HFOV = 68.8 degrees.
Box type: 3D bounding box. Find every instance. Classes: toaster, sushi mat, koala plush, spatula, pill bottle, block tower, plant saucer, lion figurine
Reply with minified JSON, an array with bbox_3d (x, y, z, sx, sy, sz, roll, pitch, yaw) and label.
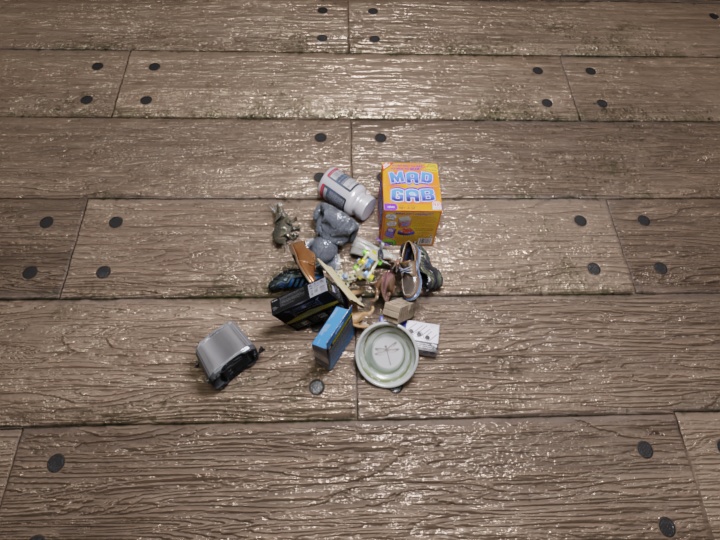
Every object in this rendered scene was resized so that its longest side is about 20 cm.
[{"bbox_3d":[-0.402,0.247,1.591,0.198,0.115,0.129,-37,65,-19],"label":"toaster"},{"bbox_3d":[-0.064,0.040,1.660,0.012,0.095,0.201,-45,58,7],"label":"sushi mat"},{"bbox_3d":[-0.110,-0.106,1.783,0.175,0.184,0.203,30,89,-9],"label":"koala plush"},{"bbox_3d":[0.070,-0.074,1.744,0.055,0.021,0.201,28,20,-6],"label":"spatula"},{"bbox_3d":[-0.046,-0.272,1.897,0.198,0.121,0.120,36,64,17],"label":"pill bottle"},{"bbox_3d":[0.126,0.122,1.645,0.056,0.199,0.056,18,99,22],"label":"block tower"},{"bbox_3d":[0.082,0.254,1.610,0.194,0.050,0.207,1,96,9],"label":"plant saucer"},{"bbox_3d":[-0.029,0.122,1.686,0.120,0.074,0.201,-10,43,-28],"label":"lion figurine"}]

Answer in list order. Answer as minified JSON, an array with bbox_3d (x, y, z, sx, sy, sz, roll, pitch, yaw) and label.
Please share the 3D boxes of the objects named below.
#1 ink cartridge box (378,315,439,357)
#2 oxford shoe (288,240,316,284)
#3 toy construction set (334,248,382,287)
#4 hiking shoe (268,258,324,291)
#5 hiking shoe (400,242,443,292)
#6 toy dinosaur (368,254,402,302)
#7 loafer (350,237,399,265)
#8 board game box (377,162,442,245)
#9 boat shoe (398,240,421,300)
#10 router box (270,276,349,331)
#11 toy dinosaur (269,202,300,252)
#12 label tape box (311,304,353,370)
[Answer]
[{"bbox_3d":[0.150,0.210,1.672,0.194,0.045,0.096,8,59,3],"label":"ink cartridge box"},{"bbox_3d":[-0.166,-0.020,1.662,0.070,0.072,0.203,-24,58,-7],"label":"oxford shoe"},{"bbox_3d":[0.000,0.000,1.722,0.092,0.198,0.133,40,56,-18],"label":"toy construction set"},{"bbox_3d":[-0.210,0.038,1.739,0.195,0.089,0.075,-22,17,7],"label":"hiking shoe"},{"bbox_3d":[0.191,-0.016,1.768,0.099,0.076,0.201,-16,58,-45],"label":"hiking shoe"},{"bbox_3d":[0.087,0.029,1.700,0.084,0.138,0.201,21,28,-3],"label":"toy dinosaur"},{"bbox_3d":[0.058,-0.045,1.810,0.196,0.070,0.071,27,96,6],"label":"loafer"},{"bbox_3d":[0.166,-0.229,1.833,0.194,0.202,0.205,1,59,-3],"label":"board game box"},{"bbox_3d":[0.153,-0.002,1.695,0.071,0.072,0.205,-14,54,25],"label":"boat shoe"},{"bbox_3d":[-0.154,0.106,1.615,0.196,0.157,0.053,-23,58,14],"label":"router box"},{"bbox_3d":[-0.269,-0.138,1.850,0.099,0.077,0.205,-4,65,9],"label":"toy dinosaur"},{"bbox_3d":[-0.082,0.192,1.583,0.062,0.202,0.146,26,61,17],"label":"label tape box"}]
